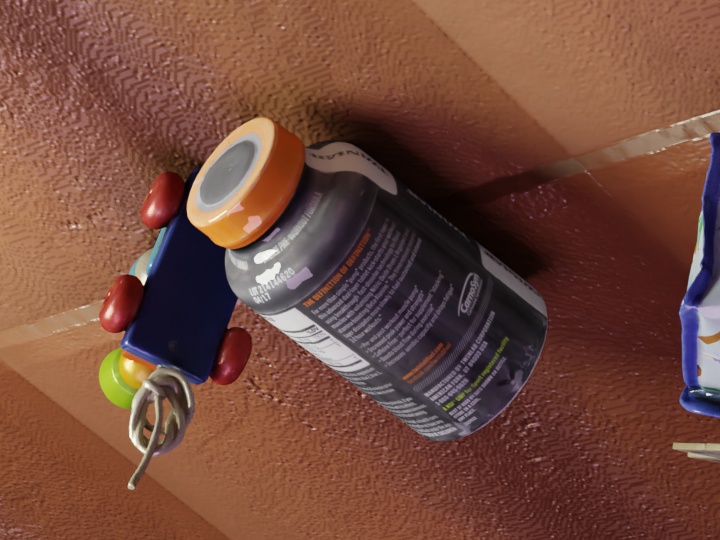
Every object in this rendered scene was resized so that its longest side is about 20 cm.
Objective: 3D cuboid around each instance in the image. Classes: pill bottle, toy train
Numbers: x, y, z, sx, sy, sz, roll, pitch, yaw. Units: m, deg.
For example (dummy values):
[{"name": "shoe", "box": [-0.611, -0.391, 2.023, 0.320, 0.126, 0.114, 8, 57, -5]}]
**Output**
[{"name": "pill bottle", "box": [0.000, 0.000, 1.441, 0.200, 0.106, 0.106, 38, 142, -27]}, {"name": "toy train", "box": [-0.118, 0.050, 1.489, 0.085, 0.200, 0.116, 26, 151, -12]}]

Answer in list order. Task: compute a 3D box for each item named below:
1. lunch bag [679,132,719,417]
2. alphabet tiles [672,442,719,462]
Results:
[{"name": "lunch bag", "box": [0.251, 0.027, 1.353, 0.170, 0.124, 0.200, 11, 161, 10]}, {"name": "alphabet tiles", "box": [0.278, 0.111, 1.472, 0.166, 0.006, 0.200, 12, 172, -26]}]
